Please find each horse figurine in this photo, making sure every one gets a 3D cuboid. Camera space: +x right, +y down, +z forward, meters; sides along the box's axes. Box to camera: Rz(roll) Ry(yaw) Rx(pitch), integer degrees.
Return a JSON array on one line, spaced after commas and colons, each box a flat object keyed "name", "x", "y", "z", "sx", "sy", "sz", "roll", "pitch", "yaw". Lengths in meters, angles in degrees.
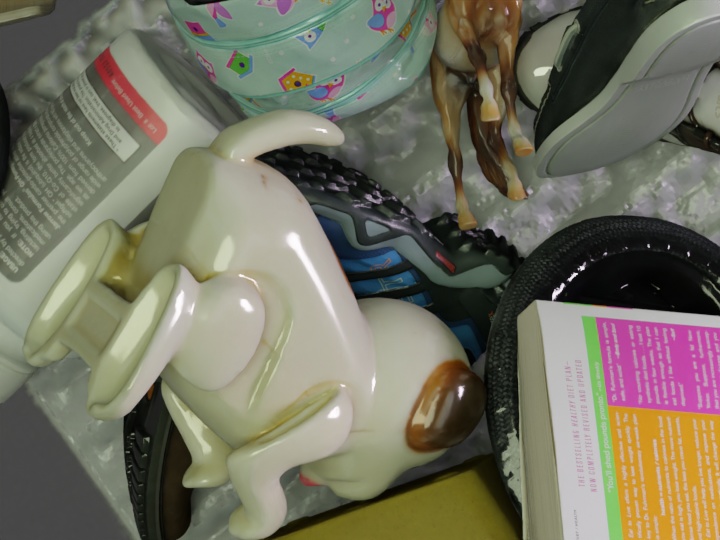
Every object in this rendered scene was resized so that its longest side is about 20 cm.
[{"name": "horse figurine", "x": 0.064, "y": -0.105, "z": 1.318, "sx": 0.050, "sy": 0.200, "sz": 0.133, "roll": -6, "pitch": 68, "yaw": -3}]

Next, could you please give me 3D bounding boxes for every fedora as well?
[{"name": "fedora", "x": 0.135, "y": 0.076, "z": 1.350, "sx": 0.200, "sy": 0.092, "sz": 0.201, "roll": 6, "pitch": 72, "yaw": -19}]

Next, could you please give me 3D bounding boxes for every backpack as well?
[{"name": "backpack", "x": -0.032, "y": -0.169, "z": 1.315, "sx": 0.167, "sy": 0.200, "sz": 0.127, "roll": -26, "pitch": 126, "yaw": 13}]

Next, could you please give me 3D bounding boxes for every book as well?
[{"name": "book", "x": 0.178, "y": 0.087, "z": 1.285, "sx": 0.200, "sy": 0.048, "sz": 0.134, "roll": 6, "pitch": 67, "yaw": -19}]

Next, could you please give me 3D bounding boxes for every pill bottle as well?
[{"name": "pill bottle", "x": -0.153, "y": -0.024, "z": 1.390, "sx": 0.200, "sy": 0.111, "sz": 0.111, "roll": -44, "pitch": 87, "yaw": 9}]

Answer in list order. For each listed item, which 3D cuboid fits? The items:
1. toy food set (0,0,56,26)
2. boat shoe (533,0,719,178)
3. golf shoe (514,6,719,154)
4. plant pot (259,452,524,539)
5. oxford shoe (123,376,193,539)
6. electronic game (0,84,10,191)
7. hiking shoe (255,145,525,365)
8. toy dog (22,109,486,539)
[{"name": "toy food set", "x": -0.251, "y": -0.211, "z": 1.395, "sx": 0.143, "sy": 0.060, "sz": 0.200, "roll": -13, "pitch": 75, "yaw": 9}, {"name": "boat shoe", "x": 0.131, "y": -0.106, "z": 1.269, "sx": 0.075, "sy": 0.200, "sz": 0.060, "roll": -11, "pitch": 72, "yaw": -26}, {"name": "golf shoe", "x": 0.173, "y": -0.099, "z": 1.343, "sx": 0.200, "sy": 0.094, "sz": 0.078, "roll": 7, "pitch": 97, "yaw": 10}, {"name": "plant pot", "x": 0.032, "y": 0.201, "z": 1.342, "sx": 0.200, "sy": 0.200, "sz": 0.177, "roll": -21, "pitch": 87, "yaw": 10}, {"name": "oxford shoe", "x": -0.083, "y": 0.076, "z": 1.384, "sx": 0.084, "sy": 0.073, "sz": 0.200, "roll": 1, "pitch": 132, "yaw": -16}, {"name": "electronic game", "x": -0.271, "y": -0.042, "z": 1.395, "sx": 0.200, "sy": 0.042, "sz": 0.200, "roll": -17, "pitch": 55, "yaw": 26}, {"name": "hiking shoe", "x": 0.000, "y": 0.000, "z": 1.352, "sx": 0.200, "sy": 0.074, "sz": 0.087, "roll": 24, "pitch": 104, "yaw": -26}, {"name": "toy dog", "x": -0.036, "y": 0.035, "z": 1.275, "sx": 0.200, "sy": 0.139, "sz": 0.194, "roll": 34, "pitch": 79, "yaw": -29}]
